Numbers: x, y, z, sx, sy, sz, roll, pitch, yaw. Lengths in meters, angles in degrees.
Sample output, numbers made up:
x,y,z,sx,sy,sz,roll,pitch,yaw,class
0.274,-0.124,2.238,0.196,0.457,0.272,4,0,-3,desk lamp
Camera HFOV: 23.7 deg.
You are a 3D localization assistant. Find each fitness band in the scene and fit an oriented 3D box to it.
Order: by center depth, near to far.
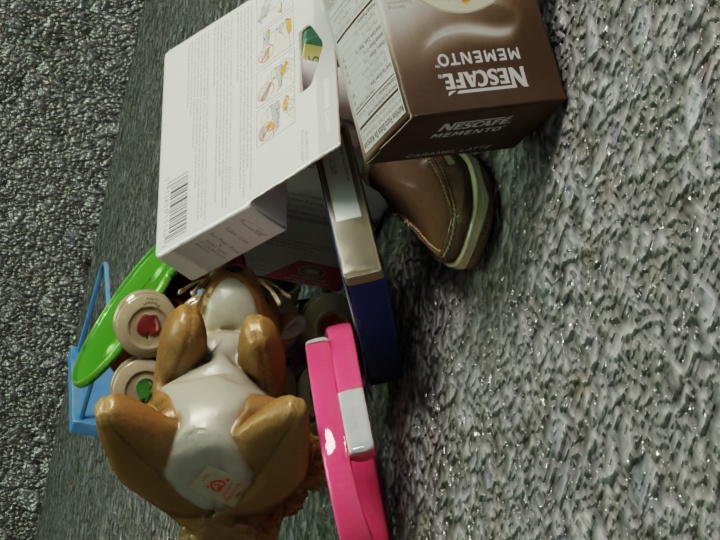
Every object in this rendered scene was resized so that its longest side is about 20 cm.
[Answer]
x,y,z,sx,sy,sz,roll,pitch,yaw,class
-0.007,0.131,1.210,0.201,0.037,0.144,-100,0,-45,fitness band

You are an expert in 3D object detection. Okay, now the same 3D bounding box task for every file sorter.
x,y,z,sx,sy,sz,roll,pitch,yaw,class
-0.166,0.084,1.629,0.139,0.199,0.123,-110,35,-61,file sorter

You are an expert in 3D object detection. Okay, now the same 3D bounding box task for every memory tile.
x,y,z,sx,sy,sz,roll,pitch,yaw,class
-0.096,0.092,1.333,0.017,0.198,0.155,-150,63,-67,memory tile

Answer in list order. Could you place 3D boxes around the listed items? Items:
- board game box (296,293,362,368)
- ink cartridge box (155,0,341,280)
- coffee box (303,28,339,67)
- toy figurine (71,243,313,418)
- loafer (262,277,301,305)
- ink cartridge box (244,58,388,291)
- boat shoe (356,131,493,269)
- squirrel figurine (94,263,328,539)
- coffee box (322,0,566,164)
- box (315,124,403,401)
x,y,z,sx,sy,sz,roll,pitch,yaw,class
-0.033,0.075,1.480,0.200,0.023,0.106,168,108,-74,board game box
-0.070,-0.115,1.232,0.176,0.045,0.201,-28,46,30,ink cartridge box
-0.041,-0.233,1.459,0.200,0.044,0.124,-129,49,-71,coffee box
-0.103,0.062,1.394,0.200,0.184,0.150,-48,17,22,toy figurine
-0.092,0.036,1.519,0.067,0.075,0.202,156,115,-73,loafer
-0.053,-0.079,1.405,0.200,0.145,0.085,122,156,-54,ink cartridge box
0.036,-0.061,1.199,0.203,0.074,0.075,-113,36,-64,boat shoe
-0.094,0.100,1.235,0.187,0.140,0.201,-89,-9,-53,squirrel figurine
0.040,-0.177,1.071,0.080,0.114,0.201,-40,63,62,coffee box
0.000,0.000,1.245,0.200,0.032,0.122,80,177,-60,box
